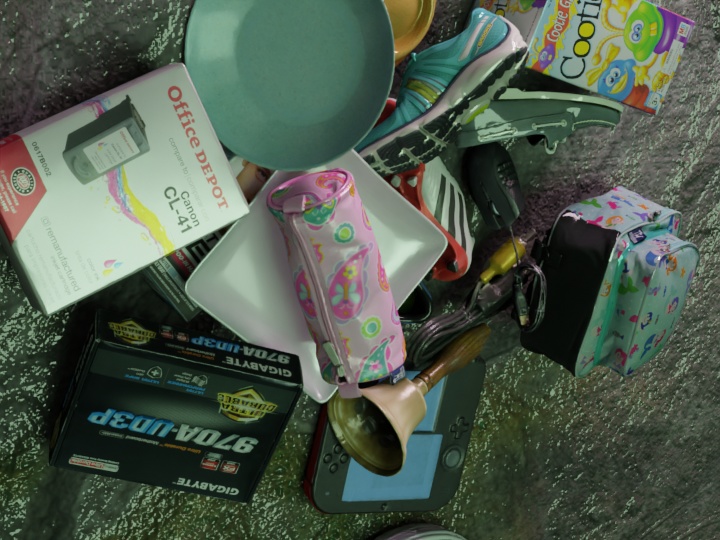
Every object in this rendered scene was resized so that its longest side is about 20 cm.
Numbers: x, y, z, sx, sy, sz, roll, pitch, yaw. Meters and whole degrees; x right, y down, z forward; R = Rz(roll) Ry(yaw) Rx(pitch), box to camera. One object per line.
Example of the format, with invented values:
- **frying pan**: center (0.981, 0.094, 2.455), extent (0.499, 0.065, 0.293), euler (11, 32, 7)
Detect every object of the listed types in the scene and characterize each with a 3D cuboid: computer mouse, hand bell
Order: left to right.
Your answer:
- **hand bell**: center (0.070, 0.114, 1.781), extent (0.199, 0.104, 0.105), euler (-36, 129, -35)
- **computer mouse**: center (0.144, -0.035, 1.743), extent (0.034, 0.058, 0.202), euler (-7, 79, -49)

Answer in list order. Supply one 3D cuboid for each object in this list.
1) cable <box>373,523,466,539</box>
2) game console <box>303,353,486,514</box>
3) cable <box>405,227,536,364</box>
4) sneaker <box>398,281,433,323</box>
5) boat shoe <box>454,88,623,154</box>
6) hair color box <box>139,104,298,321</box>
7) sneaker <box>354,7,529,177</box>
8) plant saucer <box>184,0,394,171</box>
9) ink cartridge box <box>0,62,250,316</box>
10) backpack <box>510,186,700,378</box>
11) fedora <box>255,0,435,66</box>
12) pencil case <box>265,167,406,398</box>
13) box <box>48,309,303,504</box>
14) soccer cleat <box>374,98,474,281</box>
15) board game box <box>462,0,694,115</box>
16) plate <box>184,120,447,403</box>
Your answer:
- **cable**: center (0.051, 0.373, 1.909), extent (0.201, 0.069, 0.200), euler (-52, 129, -3)
- **game console**: center (0.038, 0.172, 1.832), extent (0.198, 0.031, 0.179), euler (4, 109, -37)
- **cable**: center (0.110, 0.035, 1.794), extent (0.199, 0.050, 0.097), euler (-35, 160, -24)
- **sneaker**: center (0.000, 0.000, 1.687), extent (0.199, 0.089, 0.079), euler (23, 96, -40)
- **boat shoe**: center (0.177, -0.149, 1.746), extent (0.198, 0.073, 0.063), euler (1, 92, -27)
- **hair color box**: center (-0.124, -0.062, 1.591), extent (0.200, 0.061, 0.099), euler (-44, 129, -11)
- **sneaker**: center (0.067, -0.164, 1.623), extent (0.200, 0.080, 0.078), euler (-41, 158, -1)
- **plant saucer**: center (-0.058, -0.190, 1.522), extent (0.039, 0.199, 0.203), euler (-21, 130, -68)
- **ink cartridge box**: center (-0.215, -0.071, 1.470), extent (0.199, 0.086, 0.149), euler (-27, 101, -14)
- **backpack**: center (0.270, 0.008, 1.828), extent (0.200, 0.149, 0.179), euler (-31, 140, -58)
- **fedora**: center (0.004, -0.243, 1.581), extent (0.199, 0.082, 0.203), euler (-14, 118, -29)
- **pencil case**: center (-0.020, 0.011, 1.551), extent (0.087, 0.087, 0.202), euler (-26, 117, -22)
- **box**: center (-0.170, 0.128, 1.586), extent (0.198, 0.046, 0.160), euler (14, 125, -19)
- **soccer cleat**: center (0.061, -0.085, 1.713), extent (0.201, 0.068, 0.085), euler (64, 31, -19)
- **board game box**: center (0.217, -0.239, 1.719), extent (0.199, 0.103, 0.106), euler (13, 103, -38)
- **plate**: center (-0.042, -0.009, 1.601), extent (0.200, 0.032, 0.200), euler (41, 86, -32)
